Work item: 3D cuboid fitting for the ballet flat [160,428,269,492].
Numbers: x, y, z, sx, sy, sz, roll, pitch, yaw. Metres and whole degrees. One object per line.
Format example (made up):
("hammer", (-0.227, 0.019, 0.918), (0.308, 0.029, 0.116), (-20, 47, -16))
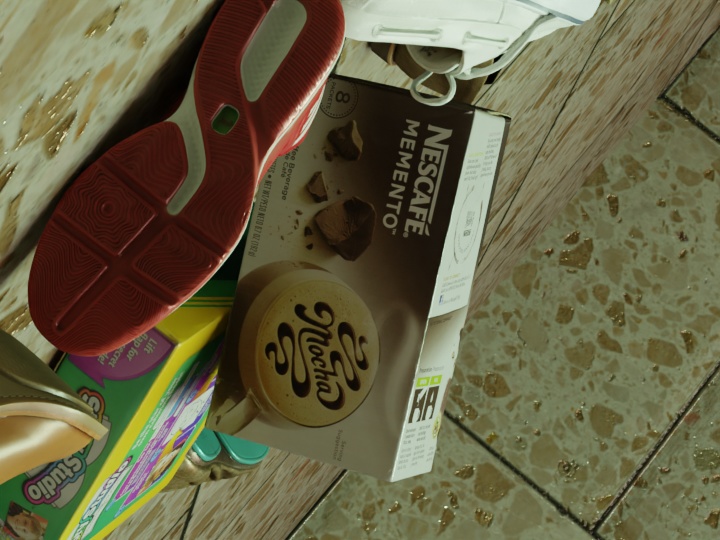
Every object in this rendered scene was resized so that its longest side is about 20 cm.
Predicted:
("ballet flat", (-0.124, 0.132, 1.547), (0.072, 0.068, 0.200), (-32, 176, 10))

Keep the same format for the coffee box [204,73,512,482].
("coffee box", (0.000, 0.000, 1.155), (0.080, 0.112, 0.201), (-1, 105, -71))

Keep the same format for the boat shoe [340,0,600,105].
("boat shoe", (0.047, -0.128, 1.094), (0.201, 0.075, 0.086), (-4, 127, -55))

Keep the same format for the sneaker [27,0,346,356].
("sneaker", (-0.070, -0.038, 0.990), (0.200, 0.078, 0.116), (-50, 171, -6))

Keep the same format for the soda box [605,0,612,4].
("soda box", (0.110, -0.188, 0.962), (0.064, 0.068, 0.200), (-50, 172, -3))

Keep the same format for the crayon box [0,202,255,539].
("crayon box", (-0.128, 0.070, 1.219), (0.201, 0.058, 0.172), (-57, 170, 28))

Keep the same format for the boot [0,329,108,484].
("boot", (-0.192, 0.100, 0.892), (0.156, 0.077, 0.200), (-54, 170, 6))

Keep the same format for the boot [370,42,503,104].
("boot", (0.062, -0.162, 1.209), (0.074, 0.075, 0.200), (-43, 167, -22))
